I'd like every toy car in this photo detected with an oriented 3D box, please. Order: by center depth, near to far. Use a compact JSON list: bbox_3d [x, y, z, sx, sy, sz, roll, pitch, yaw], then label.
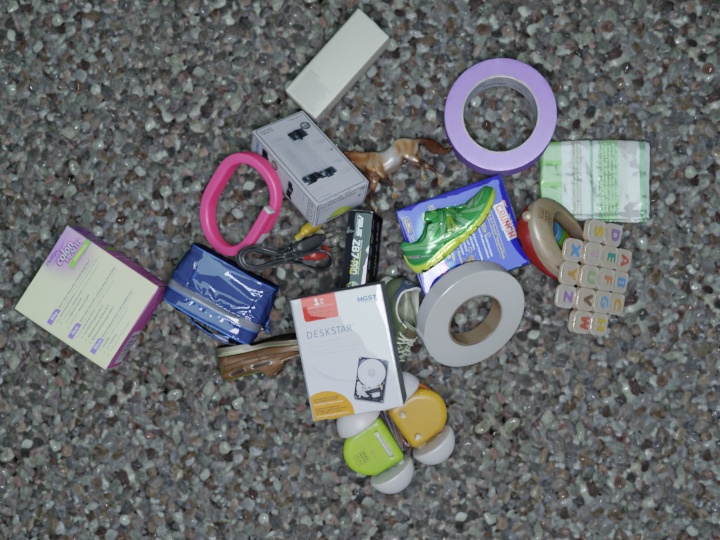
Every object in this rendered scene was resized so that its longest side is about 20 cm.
[{"bbox_3d":[0.055,0.274,1.655,0.199,0.150,0.176,-34,103,-3],"label":"toy car"}]

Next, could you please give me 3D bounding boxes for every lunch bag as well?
[{"bbox_3d":[-0.243,0.052,1.671,0.199,0.136,0.133,29,91,0],"label":"lunch bag"}]

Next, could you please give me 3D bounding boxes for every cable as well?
[{"bbox_3d":[-0.126,-0.027,1.683,0.199,0.050,0.098,-21,102,-21],"label":"cable"}]

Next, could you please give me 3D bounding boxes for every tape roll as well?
[{"bbox_3d":[0.193,0.078,1.648,0.201,0.037,0.204,-13,126,-19],"label":"tape roll"},{"bbox_3d":[0.250,-0.273,1.686,0.198,0.066,0.202,0,86,6],"label":"tape roll"}]

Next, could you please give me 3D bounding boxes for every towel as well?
[{"bbox_3d":[0.424,-0.162,1.712,0.198,0.031,0.151,1,87,4],"label":"towel"}]

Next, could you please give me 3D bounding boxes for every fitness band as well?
[{"bbox_3d":[-0.216,-0.117,1.670,0.144,0.037,0.200,48,124,16],"label":"fitness band"}]

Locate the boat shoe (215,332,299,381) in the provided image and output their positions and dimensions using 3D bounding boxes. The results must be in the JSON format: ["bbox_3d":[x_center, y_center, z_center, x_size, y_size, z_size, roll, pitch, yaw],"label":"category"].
[{"bbox_3d":[-0.161,0.157,1.706,0.198,0.072,0.069,-9,94,11],"label":"boat shoe"}]

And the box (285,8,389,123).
[{"bbox_3d":[-0.041,-0.368,1.702,0.082,0.068,0.200,44,90,2],"label":"box"}]

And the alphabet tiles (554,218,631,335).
[{"bbox_3d":[0.414,0.013,1.651,0.194,0.015,0.202,9,90,-40],"label":"alphabet tiles"}]

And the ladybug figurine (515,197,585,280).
[{"bbox_3d":[0.336,-0.050,1.653,0.200,0.072,0.137,37,50,-35],"label":"ladybug figurine"}]

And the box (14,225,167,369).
[{"bbox_3d":[-0.481,0.048,1.697,0.199,0.097,0.177,33,91,1],"label":"box"}]

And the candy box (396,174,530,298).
[{"bbox_3d":[0.183,-0.058,1.690,0.198,0.077,0.171,-19,88,2],"label":"candy box"}]

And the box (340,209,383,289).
[{"bbox_3d":[0.000,0.000,1.651,0.049,0.161,0.202,6,89,6],"label":"box"}]

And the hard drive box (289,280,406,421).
[{"bbox_3d":[-0.019,0.130,1.537,0.154,0.077,0.202,-11,92,8],"label":"hard drive box"}]

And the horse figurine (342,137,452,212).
[{"bbox_3d":[0.065,-0.190,1.691,0.199,0.050,0.133,-25,59,-4],"label":"horse figurine"}]

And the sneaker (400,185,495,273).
[{"bbox_3d":[0.151,-0.081,1.616,0.200,0.074,0.084,-42,90,1],"label":"sneaker"}]

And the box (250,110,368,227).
[{"bbox_3d":[-0.092,-0.180,1.648,0.116,0.060,0.200,-29,63,-29],"label":"box"}]

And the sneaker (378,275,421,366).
[{"bbox_3d":[0.068,0.112,1.676,0.067,0.089,0.202,4,89,-43],"label":"sneaker"}]
